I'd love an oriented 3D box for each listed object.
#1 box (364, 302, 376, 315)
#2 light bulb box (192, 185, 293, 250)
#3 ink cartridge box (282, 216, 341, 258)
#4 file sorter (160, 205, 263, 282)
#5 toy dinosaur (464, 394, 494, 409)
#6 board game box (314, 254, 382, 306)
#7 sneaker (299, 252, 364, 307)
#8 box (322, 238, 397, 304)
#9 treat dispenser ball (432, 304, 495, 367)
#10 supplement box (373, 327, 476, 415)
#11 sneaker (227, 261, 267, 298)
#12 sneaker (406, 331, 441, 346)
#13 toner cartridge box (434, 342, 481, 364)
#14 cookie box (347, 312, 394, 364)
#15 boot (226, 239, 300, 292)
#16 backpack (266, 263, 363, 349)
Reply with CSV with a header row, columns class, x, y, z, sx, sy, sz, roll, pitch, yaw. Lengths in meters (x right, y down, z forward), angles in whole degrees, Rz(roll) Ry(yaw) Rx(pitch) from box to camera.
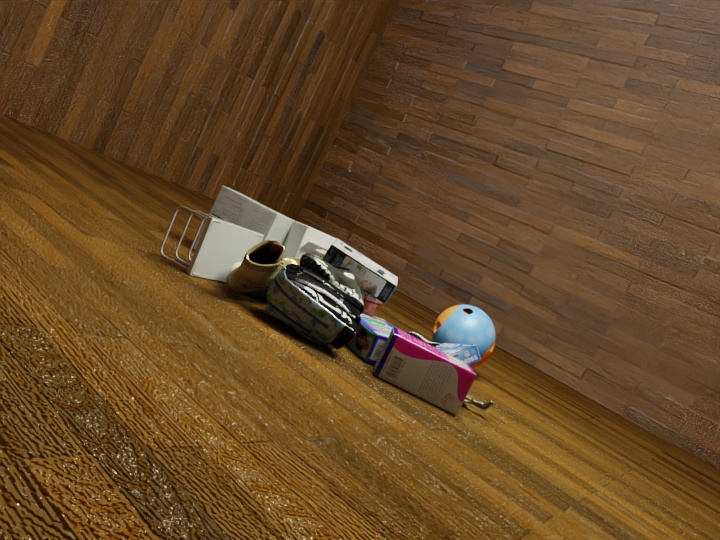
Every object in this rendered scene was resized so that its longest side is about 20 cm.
class,x,y,z,sx,sy,sz,roll,pitch,yaw
box,-0.054,0.092,1.704,0.102,0.095,0.199,31,7,38
light bulb box,-0.330,-0.101,1.677,0.197,0.201,0.125,28,3,17
ink cartridge box,-0.161,-0.064,1.729,0.128,0.126,0.200,22,3,-35
file sorter,-0.362,-0.062,1.451,0.124,0.140,0.200,25,3,28
toy dinosaur,0.217,0.286,1.418,0.199,0.058,0.101,25,-14,38
board game box,-0.037,0.026,1.639,0.151,0.047,0.199,36,10,39
sneaker,-0.064,0.019,1.415,0.200,0.066,0.091,42,35,-19
box,0.000,0.000,1.554,0.199,0.060,0.117,33,11,0
treat dispenser ball,0.326,0.209,1.876,0.200,0.202,0.201,26,4,-2
supplement box,0.139,0.219,1.306,0.199,0.102,0.103,27,4,1
sneaker,-0.227,0.036,1.456,0.111,0.077,0.200,18,-8,32
sneaker,0.208,0.239,1.701,0.200,0.074,0.079,30,0,41
toner cartridge box,0.223,0.221,1.527,0.094,0.044,0.200,-19,-1,-15
cookie box,0.037,0.169,1.468,0.170,0.076,0.200,21,6,-37
boot,-0.194,-0.016,1.361,0.199,0.155,0.073,-9,69,-34
backpack,-0.109,0.073,1.309,0.200,0.153,0.163,46,20,-16
